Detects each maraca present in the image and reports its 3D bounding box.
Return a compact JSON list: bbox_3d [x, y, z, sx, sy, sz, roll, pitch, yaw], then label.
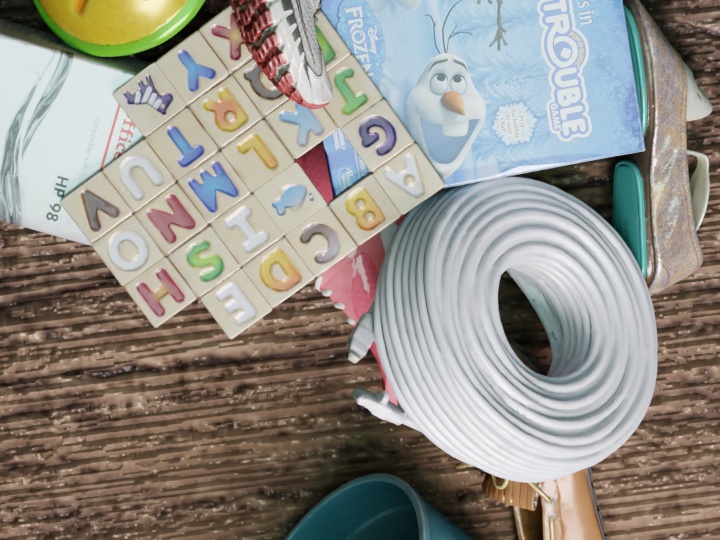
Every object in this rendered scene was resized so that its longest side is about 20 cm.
[{"bbox_3d":[-0.151,-0.229,1.295,0.137,0.107,0.200,-12,75,15],"label":"maraca"}]

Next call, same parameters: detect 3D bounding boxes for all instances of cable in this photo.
[{"bbox_3d":[0.100,0.034,1.326,0.200,0.069,0.200,32,56,-22],"label":"cable"}]

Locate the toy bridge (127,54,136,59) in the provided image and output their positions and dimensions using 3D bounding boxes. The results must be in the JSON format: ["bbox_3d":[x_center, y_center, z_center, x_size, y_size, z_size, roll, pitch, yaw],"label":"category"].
[{"bbox_3d":[-0.177,-0.125,1.356,0.067,0.027,0.200,-28,103,1],"label":"toy bridge"}]

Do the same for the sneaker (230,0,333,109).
[{"bbox_3d":[-0.035,-0.193,1.223,0.082,0.078,0.200,-12,106,-16],"label":"sneaker"}]

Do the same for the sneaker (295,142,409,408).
[{"bbox_3d":[0.000,0.000,1.383,0.087,0.074,0.200,-8,95,8],"label":"sneaker"}]

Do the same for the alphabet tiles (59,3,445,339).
[{"bbox_3d":[-0.076,-0.062,1.285,0.200,0.008,0.167,-36,99,4],"label":"alphabet tiles"}]

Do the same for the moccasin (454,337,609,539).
[{"bbox_3d":[0.112,0.140,1.412,0.078,0.074,0.201,-22,112,-12],"label":"moccasin"}]

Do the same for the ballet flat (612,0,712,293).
[{"bbox_3d":[0.198,-0.086,1.382,0.067,0.068,0.200,-10,108,-22],"label":"ballet flat"}]

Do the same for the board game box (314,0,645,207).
[{"bbox_3d":[0.063,-0.155,1.299,0.199,0.043,0.200,-11,101,-2],"label":"board game box"}]

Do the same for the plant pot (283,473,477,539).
[{"bbox_3d":[0.045,0.264,1.377,0.188,0.200,0.200,33,97,-24],"label":"plant pot"}]

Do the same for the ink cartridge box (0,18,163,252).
[{"bbox_3d":[-0.195,-0.087,1.314,0.200,0.067,0.116,15,101,-7],"label":"ink cartridge box"}]
